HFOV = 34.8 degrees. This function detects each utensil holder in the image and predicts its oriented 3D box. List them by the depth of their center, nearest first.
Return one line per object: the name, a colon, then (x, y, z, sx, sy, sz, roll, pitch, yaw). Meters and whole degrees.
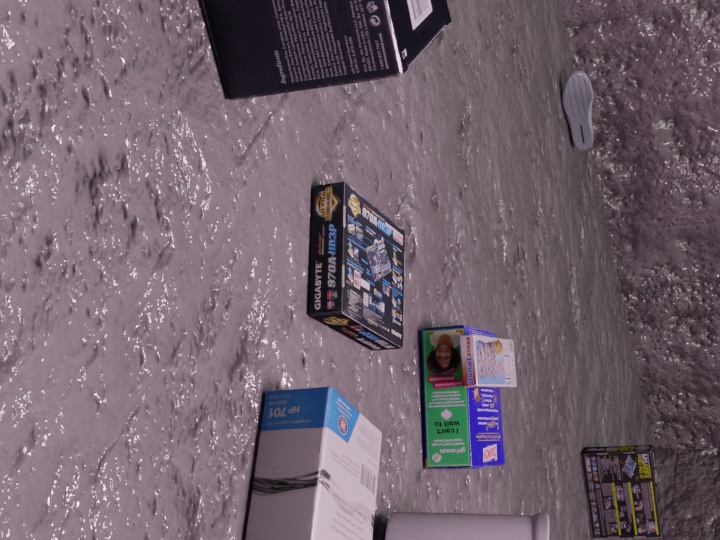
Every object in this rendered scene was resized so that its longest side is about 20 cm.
utensil holder: (0.132, 0.380, 1.407, 0.170, 0.197, 0.173, 1, 90, -80)

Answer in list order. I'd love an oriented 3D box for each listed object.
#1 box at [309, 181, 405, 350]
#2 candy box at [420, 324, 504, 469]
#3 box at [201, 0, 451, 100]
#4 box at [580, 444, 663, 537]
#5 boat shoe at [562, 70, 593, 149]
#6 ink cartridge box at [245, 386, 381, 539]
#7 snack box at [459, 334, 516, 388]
box: (0.000, 0.000, 1.413, 0.200, 0.045, 0.162, 33, 55, -62)
candy box: (0.152, 0.190, 1.697, 0.169, 0.076, 0.203, 19, 66, -66)
box: (-0.030, -0.274, 1.204, 0.197, 0.197, 0.119, -55, 135, -58)
box: (0.585, 0.494, 2.560, 0.044, 0.158, 0.203, -28, 110, -66)
boat shoe: (0.515, -0.388, 2.732, 0.067, 0.072, 0.202, -87, 170, -57)
ink cartridge box: (-0.046, 0.242, 1.196, 0.147, 0.085, 0.203, 49, 42, -54)
snack box: (0.188, 0.134, 1.668, 0.199, 0.024, 0.073, 14, 72, -66)
